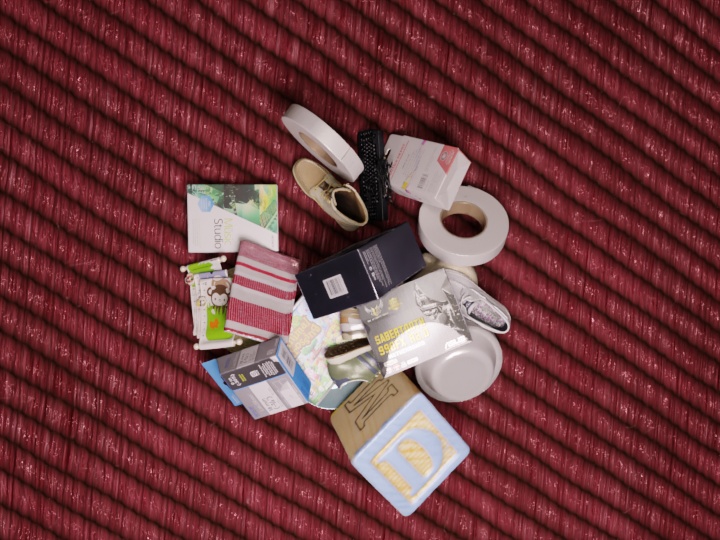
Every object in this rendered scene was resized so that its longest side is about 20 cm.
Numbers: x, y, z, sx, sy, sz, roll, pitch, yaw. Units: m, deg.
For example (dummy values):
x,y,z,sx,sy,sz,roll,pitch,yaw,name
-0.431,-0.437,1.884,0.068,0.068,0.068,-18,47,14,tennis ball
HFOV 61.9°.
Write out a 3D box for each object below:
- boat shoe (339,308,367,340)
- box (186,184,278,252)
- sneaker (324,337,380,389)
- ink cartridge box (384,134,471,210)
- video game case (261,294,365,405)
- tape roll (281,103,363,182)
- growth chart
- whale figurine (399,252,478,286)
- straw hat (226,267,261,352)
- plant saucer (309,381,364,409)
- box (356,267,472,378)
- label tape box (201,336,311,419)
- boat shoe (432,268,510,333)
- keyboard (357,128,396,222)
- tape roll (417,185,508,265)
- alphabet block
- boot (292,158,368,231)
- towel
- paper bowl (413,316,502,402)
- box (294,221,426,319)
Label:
x,y,z,sx,sy,sz,roll,pitch,yaw,name
0.051,0.099,1.292,0.195,0.075,0.070,-9,89,-18,boat shoe
-0.277,-0.113,1.310,0.195,0.036,0.148,-2,92,-9,box
0.023,0.196,1.292,0.196,0.067,0.092,-13,107,-12,sneaker
0.128,-0.219,1.312,0.067,0.198,0.118,28,88,-49,ink cartridge box
-0.098,0.159,1.309,0.182,0.022,0.201,41,87,-7,video game case
-0.078,-0.263,1.248,0.202,0.203,0.037,40,86,-7,tape roll
-0.311,0.069,1.267,0.142,0.018,0.205,-18,76,23,growth chart
0.166,0.033,1.352,0.196,0.104,0.162,-17,102,16,whale figurine
-0.247,0.093,1.295,0.196,0.085,0.207,0,92,-7,straw hat
-0.064,0.205,1.346,0.196,0.039,0.206,0,92,-7,plant saucer
0.108,0.106,1.220,0.196,0.048,0.162,-22,88,5,box
-0.222,0.235,1.252,0.196,0.064,0.146,-20,122,16,label tape box
0.230,0.068,1.260,0.199,0.069,0.072,38,105,-4,boat shoe
0.025,-0.209,1.315,0.039,0.103,0.205,-7,93,-48,keyboard
0.223,-0.101,1.313,0.197,0.037,0.206,0,53,0,tape roll
0.077,0.345,1.270,0.196,0.200,0.196,-42,110,-4,alphabet block
-0.063,-0.168,1.275,0.072,0.155,0.200,-44,96,-4,boot
-0.202,0.047,1.259,0.142,0.023,0.204,18,62,-25,towel
0.213,0.200,1.313,0.195,0.105,0.205,-2,118,-4,paper bowl
0.000,0.000,1.234,0.181,0.198,0.106,-29,97,-47,box
